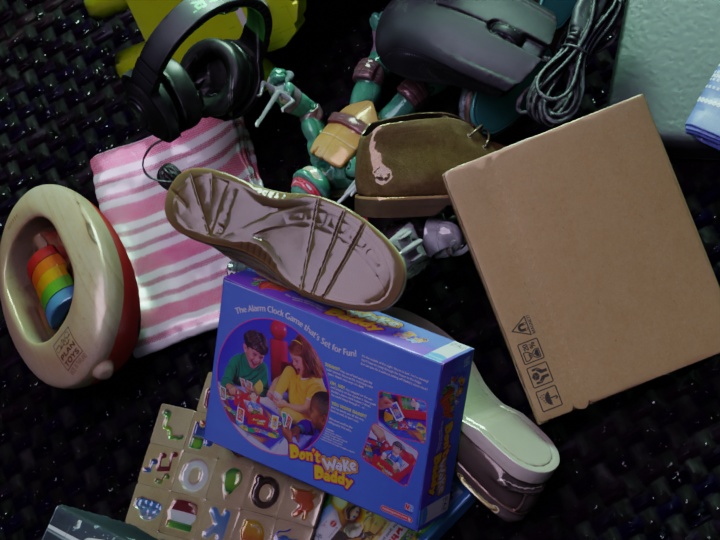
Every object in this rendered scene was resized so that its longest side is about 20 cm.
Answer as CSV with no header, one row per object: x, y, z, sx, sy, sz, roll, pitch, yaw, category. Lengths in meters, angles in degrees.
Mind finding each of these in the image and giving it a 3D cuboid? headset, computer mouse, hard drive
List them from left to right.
-0.127,-0.135,1.625,0.123,0.200,0.094,-24,60,-40,headset
0.094,-0.189,1.571,0.199,0.053,0.139,12,62,31,computer mouse
0.293,-0.153,1.567,0.199,0.033,0.140,4,70,24,hard drive

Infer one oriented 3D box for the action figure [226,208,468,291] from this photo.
0.000,0.000,1.575,0.199,0.130,0.070,-16,87,26,action figure

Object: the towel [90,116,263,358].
-0.148,-0.037,1.705,0.146,0.030,0.201,-23,61,13,towel

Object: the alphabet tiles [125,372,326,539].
-0.106,0.183,1.584,0.166,0.006,0.201,10,76,28,alphabet tiles

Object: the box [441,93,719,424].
0.170,-0.008,1.500,0.163,0.021,0.201,-21,86,1,box

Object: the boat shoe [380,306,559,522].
0.067,0.105,1.530,0.200,0.072,0.060,44,127,31,boat shoe

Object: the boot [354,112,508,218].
0.092,-0.084,1.552,0.199,0.074,0.076,-4,97,-16,boot

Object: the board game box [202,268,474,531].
-0.019,0.093,1.510,0.199,0.045,0.135,21,113,29,board game box

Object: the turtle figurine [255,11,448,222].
-0.009,-0.117,1.642,0.149,0.101,0.200,31,68,21,turtle figurine

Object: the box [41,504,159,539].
-0.161,0.307,1.494,0.196,0.124,0.201,21,84,31,box

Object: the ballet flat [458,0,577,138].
0.129,-0.194,1.645,0.074,0.074,0.200,28,79,30,ballet flat

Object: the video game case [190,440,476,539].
-0.024,0.160,1.573,0.143,0.018,0.200,-45,58,-1,video game case

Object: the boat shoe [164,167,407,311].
-0.048,-0.023,1.508,0.199,0.065,0.072,25,87,22,boat shoe

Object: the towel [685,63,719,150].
0.349,-0.157,1.517,0.144,0.024,0.200,28,79,32,towel

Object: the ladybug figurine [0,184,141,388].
-0.235,0.017,1.681,0.136,0.072,0.200,-49,49,28,ladybug figurine

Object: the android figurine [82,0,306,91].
-0.128,-0.226,1.678,0.199,0.183,0.041,-17,18,22,android figurine
